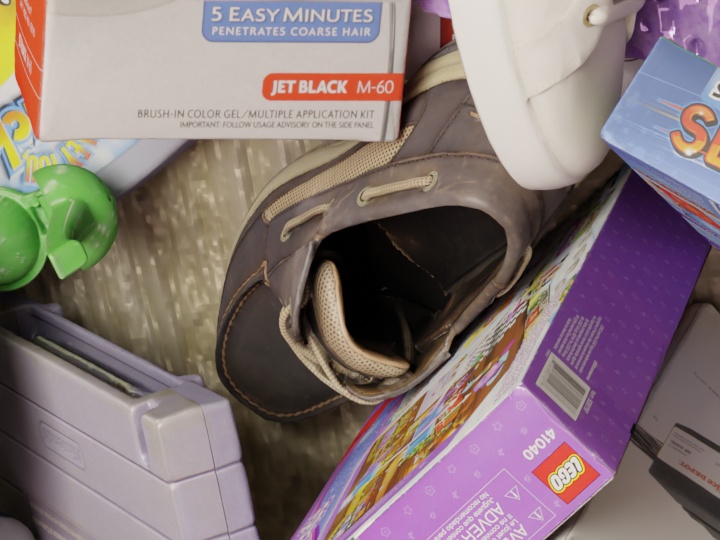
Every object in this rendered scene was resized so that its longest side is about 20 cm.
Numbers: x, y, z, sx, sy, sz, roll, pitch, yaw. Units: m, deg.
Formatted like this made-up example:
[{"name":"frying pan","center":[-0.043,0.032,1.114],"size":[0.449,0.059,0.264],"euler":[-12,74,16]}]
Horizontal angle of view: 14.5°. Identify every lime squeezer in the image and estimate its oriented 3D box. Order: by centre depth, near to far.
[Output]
[{"name":"lime squeezer","center":[-0.121,-0.003,0.935],"size":[0.038,0.071,0.200],"euler":[50,149,-20]}]

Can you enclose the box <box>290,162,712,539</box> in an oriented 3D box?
[{"name":"box","center":[0.037,0.048,0.852],"size":[0.039,0.200,0.137],"euler":[44,117,-4]}]

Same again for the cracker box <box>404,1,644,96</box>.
[{"name":"cracker box","center":[0.116,-0.115,0.848],"size":[0.200,0.058,0.134],"euler":[8,110,19]}]

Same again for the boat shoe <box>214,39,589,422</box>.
[{"name":"boat shoe","center":[0.000,0.000,0.890],"size":[0.074,0.073,0.200],"euler":[34,141,-6]}]

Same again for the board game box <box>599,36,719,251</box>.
[{"name":"board game box","center":[0.172,0.012,0.780],"size":[0.200,0.135,0.034],"euler":[32,90,23]}]

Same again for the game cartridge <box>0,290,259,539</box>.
[{"name":"game cartridge","center":[-0.078,0.085,0.935],"size":[0.200,0.038,0.130],"euler":[21,129,62]}]

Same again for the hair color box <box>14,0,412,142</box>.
[{"name":"hair color box","center":[-0.039,-0.139,0.811],"size":[0.111,0.064,0.200],"euler":[-1,112,-14]}]

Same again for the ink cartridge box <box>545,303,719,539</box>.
[{"name":"ink cartridge box","center":[0.065,0.113,0.862],"size":[0.084,0.200,0.145],"euler":[45,116,-1]}]

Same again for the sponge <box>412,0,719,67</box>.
[{"name":"sponge","center":[0.116,-0.108,0.801],"size":[0.200,0.030,0.112],"euler":[15,111,16]}]

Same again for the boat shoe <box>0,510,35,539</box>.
[{"name":"boat shoe","center":[-0.182,0.124,1.029],"size":[0.202,0.075,0.086],"euler":[-50,52,42]}]

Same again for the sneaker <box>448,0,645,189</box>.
[{"name":"sneaker","center":[0.071,-0.116,0.758],"size":[0.085,0.073,0.200],"euler":[5,107,22]}]

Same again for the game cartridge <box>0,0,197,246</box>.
[{"name":"game cartridge","center":[-0.121,-0.078,0.961],"size":[0.200,0.040,0.133],"euler":[-31,99,26]}]
